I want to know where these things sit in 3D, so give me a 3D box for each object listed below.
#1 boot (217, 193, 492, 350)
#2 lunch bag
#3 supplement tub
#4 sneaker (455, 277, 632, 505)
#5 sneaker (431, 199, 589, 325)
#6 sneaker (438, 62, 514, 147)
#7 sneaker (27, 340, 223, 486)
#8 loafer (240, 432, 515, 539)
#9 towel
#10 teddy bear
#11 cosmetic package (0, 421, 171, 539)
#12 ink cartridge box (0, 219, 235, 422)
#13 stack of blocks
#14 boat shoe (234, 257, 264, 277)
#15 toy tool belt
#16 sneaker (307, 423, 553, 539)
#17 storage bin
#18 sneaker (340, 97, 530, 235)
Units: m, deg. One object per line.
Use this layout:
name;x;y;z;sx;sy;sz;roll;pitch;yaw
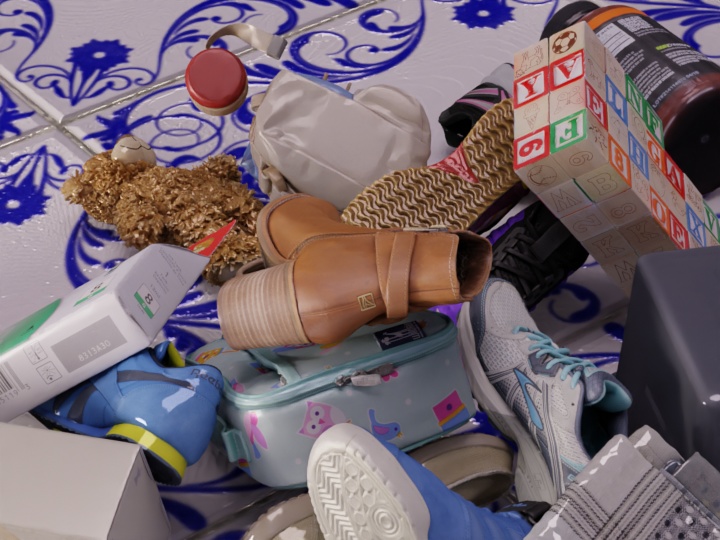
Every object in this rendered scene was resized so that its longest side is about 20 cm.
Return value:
boot;0.008;-0.006;1.200;0.153;0.074;0.200;-11;21;16
lunch bag;-0.026;0.073;1.223;0.159;0.078;0.200;-15;10;-17
supplement tub;0.226;-0.148;1.552;0.106;0.108;0.200;-18;38;-21
sneaker;0.128;0.079;1.189;0.077;0.086;0.201;4;50;-40
sneaker;0.108;-0.002;1.345;0.070;0.099;0.200;49;48;-2
sneaker;0.133;-0.089;1.517;0.086;0.081;0.200;-29;34;-15
sneaker;-0.147;0.086;1.222;0.200;0.066;0.079;-1;54;58
loafer;0.019;0.159;1.169;0.199;0.076;0.069;-18;66;-30
towel;0.172;0.200;1.053;0.192;0.035;0.200;42;57;10
teddy bear;-0.136;-0.053;1.471;0.144;0.067;0.200;-22;41;-29
cosmetic package;-0.226;0.146;1.160;0.198;0.104;0.073;8;54;15
ink cartridge box;-0.182;0.023;1.289;0.160;0.050;0.200;-28;17;24
stack of blocks;0.184;-0.064;1.342;0.058;0.200;0.116;-23;41;28
boat shoe;0.000;0.000;1.392;0.199;0.065;0.071;-21;40;-25
toy tool belt;-0.041;-0.099;1.466;0.199;0.123;0.126;24;79;3
sneaker;0.059;0.155;1.107;0.200;0.077;0.111;49;42;1
storage bin;0.219;0.082;1.210;0.144;0.135;0.201;-6;35;-6
sneaker;0.060;-0.042;1.378;0.199;0.090;0.075;-32;71;-23
